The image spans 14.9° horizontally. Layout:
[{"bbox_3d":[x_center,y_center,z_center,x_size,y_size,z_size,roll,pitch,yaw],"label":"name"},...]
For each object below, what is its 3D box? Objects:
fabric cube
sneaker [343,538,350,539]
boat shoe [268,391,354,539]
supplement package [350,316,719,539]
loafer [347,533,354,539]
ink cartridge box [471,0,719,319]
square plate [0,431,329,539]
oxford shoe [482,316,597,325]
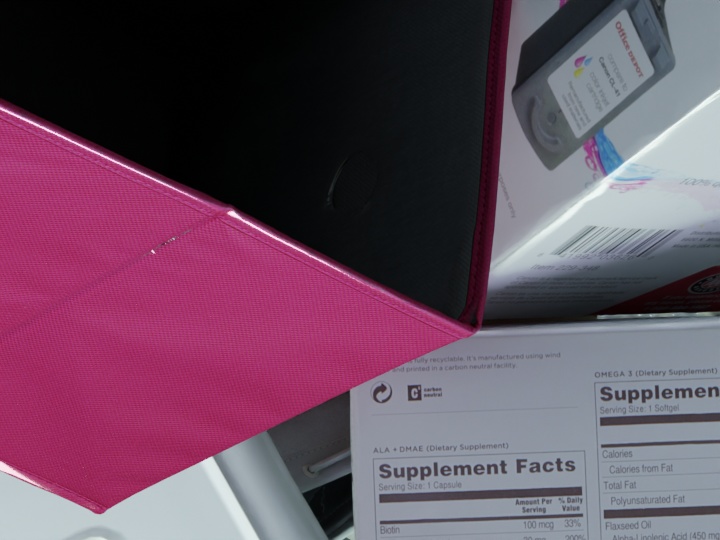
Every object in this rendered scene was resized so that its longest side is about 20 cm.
[{"bbox_3d":[-0.090,-0.067,0.880,0.200,0.197,0.199,26,146,-31],"label":"fabric cube"},{"bbox_3d":[-0.027,0.105,1.290,0.199,0.075,0.106,-14,157,27],"label":"sneaker"},{"bbox_3d":[-0.057,0.112,1.108,0.200,0.068,0.072,-30,142,-27],"label":"boat shoe"},{"bbox_3d":[0.074,0.073,0.985,0.155,0.111,0.200,-3,179,0],"label":"supplement package"},{"bbox_3d":[0.071,0.137,1.210,0.070,0.070,0.200,-40,119,19],"label":"loafer"},{"bbox_3d":[0.122,-0.062,0.902,0.147,0.086,0.200,1,152,-39],"label":"ink cartridge box"},{"bbox_3d":[-0.110,0.126,1.041,0.198,0.028,0.200,-30,118,-4],"label":"square plate"},{"bbox_3d":[0.000,0.000,1.120,0.199,0.071,0.075,6,121,5],"label":"oxford shoe"}]
